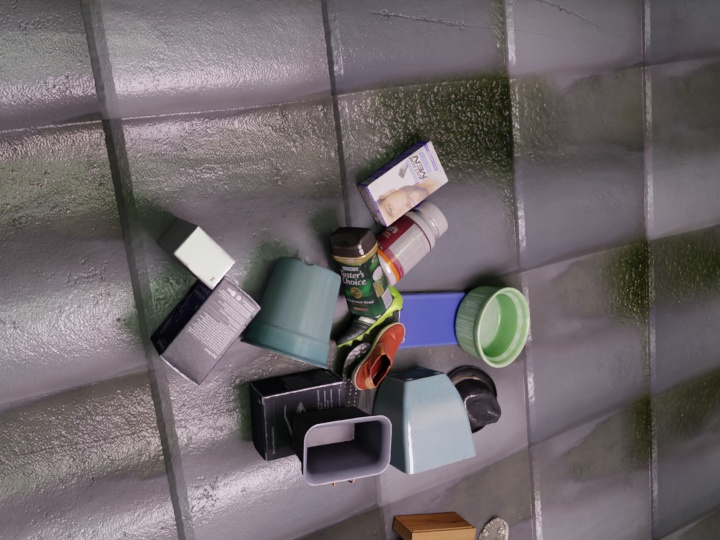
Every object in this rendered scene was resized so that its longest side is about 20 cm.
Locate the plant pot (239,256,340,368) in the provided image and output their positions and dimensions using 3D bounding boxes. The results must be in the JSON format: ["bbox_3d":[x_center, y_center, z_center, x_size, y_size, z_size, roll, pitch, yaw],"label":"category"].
[{"bbox_3d":[-0.137,0.086,1.422,0.197,0.199,0.200,20,81,-27],"label":"plant pot"}]

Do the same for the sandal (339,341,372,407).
[{"bbox_3d":[-0.025,0.260,1.580,0.074,0.048,0.205,10,103,-29],"label":"sandal"}]

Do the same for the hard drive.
[{"bbox_3d":[0.175,0.123,1.666,0.196,0.025,0.135,-1,99,-27],"label":"hard drive"}]

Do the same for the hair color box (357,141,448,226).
[{"bbox_3d":[0.101,-0.206,1.558,0.199,0.065,0.111,-37,113,-16],"label":"hair color box"}]

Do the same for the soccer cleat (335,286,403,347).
[{"bbox_3d":[0.012,0.105,1.568,0.198,0.067,0.082,-35,92,-17],"label":"soccer cleat"}]

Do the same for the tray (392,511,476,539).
[{"bbox_3d":[0.192,0.668,1.719,0.196,0.098,0.038,8,93,-27],"label":"tray"}]

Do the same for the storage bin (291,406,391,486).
[{"bbox_3d":[-0.051,0.363,1.395,0.196,0.134,0.149,-2,99,-26],"label":"storage bin"}]

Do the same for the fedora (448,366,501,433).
[{"bbox_3d":[0.299,0.352,1.726,0.197,0.091,0.206,-5,100,-25],"label":"fedora"}]

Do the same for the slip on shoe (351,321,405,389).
[{"bbox_3d":[0.055,0.201,1.548,0.200,0.060,0.075,-49,127,-36],"label":"slip on shoe"}]

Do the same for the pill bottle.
[{"bbox_3d":[0.106,-0.067,1.555,0.200,0.109,0.110,-42,114,-15],"label":"pill bottle"}]

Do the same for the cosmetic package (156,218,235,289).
[{"bbox_3d":[-0.325,-0.037,1.292,0.072,0.199,0.102,-49,115,-11],"label":"cosmetic package"}]

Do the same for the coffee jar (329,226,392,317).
[{"bbox_3d":[0.000,0.000,1.466,0.085,0.103,0.203,-48,132,-41],"label":"coffee jar"}]

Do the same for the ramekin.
[{"bbox_3d":[0.333,0.137,1.692,0.197,0.097,0.205,-8,102,-37],"label":"ramekin"}]

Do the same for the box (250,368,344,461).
[{"bbox_3d":[-0.140,0.319,1.486,0.196,0.104,0.152,-5,101,-25],"label":"box"}]

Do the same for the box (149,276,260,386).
[{"bbox_3d":[-0.319,0.109,1.347,0.104,0.147,0.201,43,78,-25],"label":"box"}]

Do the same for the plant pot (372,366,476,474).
[{"bbox_3d":[0.143,0.347,1.600,0.192,0.195,0.205,-7,93,-25],"label":"plant pot"}]

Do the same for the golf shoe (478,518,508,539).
[{"bbox_3d":[0.375,0.789,1.858,0.096,0.078,0.204,16,96,-44],"label":"golf shoe"}]
